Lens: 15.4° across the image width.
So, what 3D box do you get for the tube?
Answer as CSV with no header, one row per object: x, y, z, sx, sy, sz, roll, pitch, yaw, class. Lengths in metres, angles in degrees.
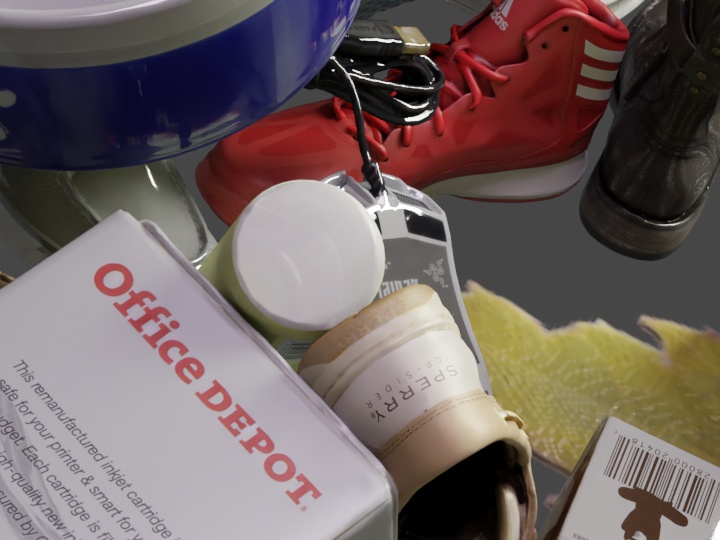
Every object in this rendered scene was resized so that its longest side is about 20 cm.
-0.039,0.019,0.934,0.052,0.200,0.058,-37,85,-19,tube

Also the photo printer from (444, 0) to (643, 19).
0.062,-0.194,1.287,0.200,0.070,0.166,28,41,6,photo printer

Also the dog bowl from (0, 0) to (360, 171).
-0.096,-0.134,0.930,0.200,0.079,0.200,-1,52,2,dog bowl

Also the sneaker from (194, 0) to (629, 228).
0.027,-0.080,1.113,0.200,0.116,0.078,-16,52,-37,sneaker

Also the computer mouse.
0.000,0.000,1.025,0.110,0.044,0.200,-3,78,-42,computer mouse

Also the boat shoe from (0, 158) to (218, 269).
-0.118,-0.060,1.064,0.072,0.069,0.200,-15,53,-35,boat shoe

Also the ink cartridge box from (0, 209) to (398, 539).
-0.106,0.096,0.839,0.200,0.083,0.147,-35,62,-18,ink cartridge box

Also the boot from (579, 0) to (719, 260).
0.162,-0.114,1.162,0.069,0.174,0.200,21,41,-1,boot

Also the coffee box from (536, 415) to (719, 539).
0.069,0.160,0.874,0.080,0.114,0.200,26,42,3,coffee box

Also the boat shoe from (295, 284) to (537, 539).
0.025,0.077,0.902,0.074,0.200,0.069,-32,65,-4,boat shoe

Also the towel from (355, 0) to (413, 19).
0.005,-0.120,1.110,0.200,0.146,0.022,-17,92,-58,towel

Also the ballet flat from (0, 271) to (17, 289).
-0.086,0.078,0.947,0.200,0.071,0.065,52,22,27,ballet flat
